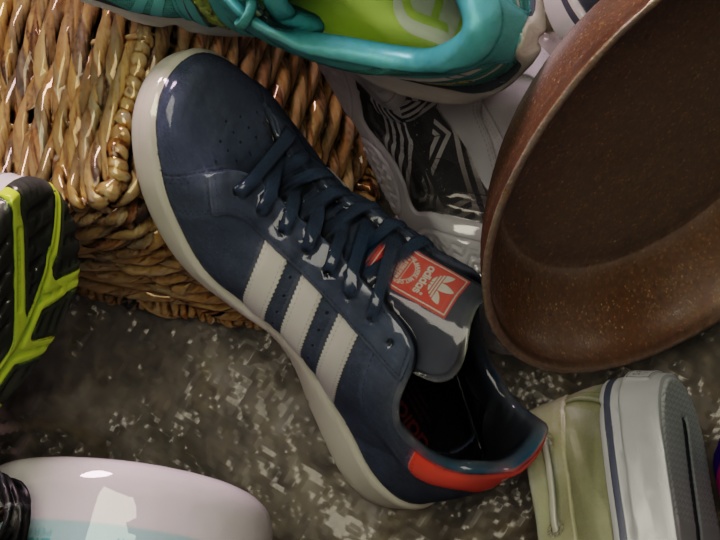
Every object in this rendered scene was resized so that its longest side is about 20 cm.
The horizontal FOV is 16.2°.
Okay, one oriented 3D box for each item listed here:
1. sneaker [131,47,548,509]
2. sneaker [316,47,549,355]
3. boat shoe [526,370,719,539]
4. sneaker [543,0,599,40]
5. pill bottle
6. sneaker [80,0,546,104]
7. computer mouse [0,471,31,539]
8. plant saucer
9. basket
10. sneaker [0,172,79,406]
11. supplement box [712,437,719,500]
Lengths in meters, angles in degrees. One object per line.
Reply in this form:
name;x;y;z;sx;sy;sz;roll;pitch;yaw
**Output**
sneaker;0.000;0.000;0.899;0.200;0.084;0.075;53;53;-24
sneaker;0.053;-0.078;0.945;0.115;0.075;0.201;-31;109;-13
boat shoe;0.100;0.137;0.917;0.062;0.072;0.201;-14;67;27
sneaker;0.150;-0.141;0.937;0.078;0.079;0.200;45;47;1
pill bottle;-0.095;0.174;0.893;0.110;0.111;0.201;4;74;7
sneaker;-0.034;-0.109;0.847;0.199;0.080;0.078;16;99;12
computer mouse;-0.177;0.140;0.896;0.200;0.034;0.059;-53;38;25
plant saucer;0.115;-0.051;0.882;0.200;0.201;0.037;-36;56;-6
basket;-0.079;-0.086;0.995;0.142;0.149;0.201;-2;70;39
sneaker;-0.171;0.049;0.854;0.076;0.076;0.200;11;53;32
supplement box;0.192;0.143;0.880;0.100;0.103;0.201;-10;74;1
